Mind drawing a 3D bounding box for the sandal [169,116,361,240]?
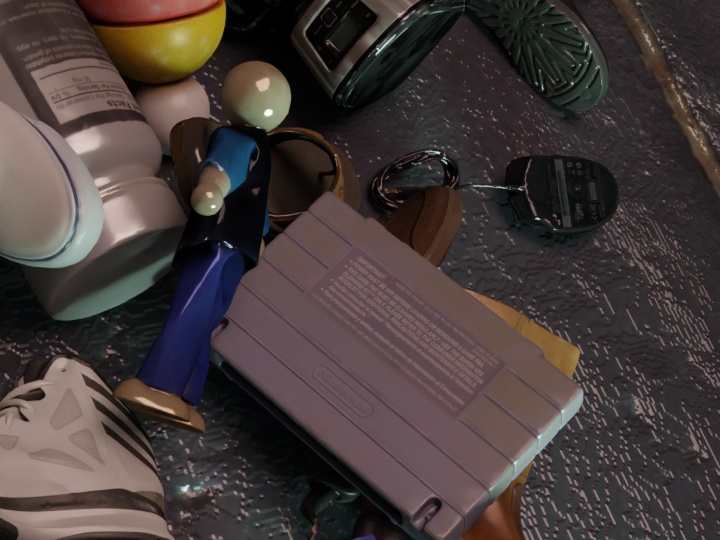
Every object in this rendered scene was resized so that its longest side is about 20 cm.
[{"bbox_3d":[-0.045,-0.062,0.952,0.200,0.054,0.082,15,57,-61],"label":"sandal"}]

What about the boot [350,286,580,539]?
[{"bbox_3d":[0.092,0.132,0.922,0.187,0.068,0.201,28,58,-10],"label":"boot"}]

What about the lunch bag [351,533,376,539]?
[{"bbox_3d":[-0.052,0.246,0.741,0.199,0.127,0.171,-13,67,-46],"label":"lunch bag"}]

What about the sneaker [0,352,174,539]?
[{"bbox_3d":[-0.195,0.098,0.800,0.199,0.076,0.116,13,45,-33],"label":"sneaker"}]

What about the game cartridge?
[{"bbox_3d":[0.013,0.053,0.879,0.200,0.039,0.129,39,63,22],"label":"game cartridge"}]

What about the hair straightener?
[{"bbox_3d":[0.041,0.119,0.934,0.199,0.041,0.077,-33,79,-40],"label":"hair straightener"}]

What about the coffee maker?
[{"bbox_3d":[-0.022,-0.224,1.061,0.200,0.135,0.192,46,48,3],"label":"coffee maker"}]

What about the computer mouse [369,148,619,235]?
[{"bbox_3d":[0.095,-0.054,1.093,0.198,0.034,0.059,2,76,-24],"label":"computer mouse"}]

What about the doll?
[{"bbox_3d":[-0.076,-0.018,0.829,0.048,0.137,0.202,15,77,9],"label":"doll"}]

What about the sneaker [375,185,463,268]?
[{"bbox_3d":[0.000,0.000,0.969,0.075,0.070,0.201,36,48,-5],"label":"sneaker"}]

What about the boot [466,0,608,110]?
[{"bbox_3d":[0.178,-0.228,1.235,0.165,0.066,0.200,50,45,5],"label":"boot"}]

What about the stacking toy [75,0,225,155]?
[{"bbox_3d":[-0.130,-0.167,0.949,0.145,0.202,0.146,-3,23,1],"label":"stacking toy"}]

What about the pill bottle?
[{"bbox_3d":[-0.183,-0.080,0.884,0.113,0.113,0.201,-20,72,-38],"label":"pill bottle"}]

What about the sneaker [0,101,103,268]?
[{"bbox_3d":[-0.220,-0.067,0.800,0.199,0.073,0.071,35,13,21],"label":"sneaker"}]
